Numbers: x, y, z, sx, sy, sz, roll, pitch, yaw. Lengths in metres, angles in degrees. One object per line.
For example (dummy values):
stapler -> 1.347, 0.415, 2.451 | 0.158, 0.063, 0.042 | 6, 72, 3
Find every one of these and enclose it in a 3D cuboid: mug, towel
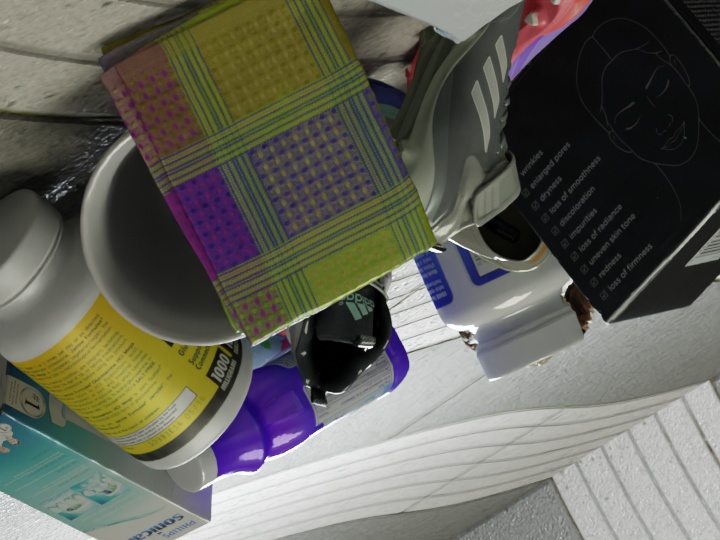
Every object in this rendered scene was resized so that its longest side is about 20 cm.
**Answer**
mug -> -0.073, -0.057, 1.554 | 0.200, 0.148, 0.175 | -34, -173, 10
towel -> -0.054, -0.074, 1.448 | 0.143, 0.201, 0.023 | -28, -173, -4

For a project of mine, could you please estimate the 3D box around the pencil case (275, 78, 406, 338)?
pencil case -> -0.026, -0.044, 1.716 | 0.200, 0.087, 0.078 | -61, -179, 26

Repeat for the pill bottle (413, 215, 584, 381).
pill bottle -> 0.095, -0.022, 1.853 | 0.112, 0.201, 0.112 | -24, 179, 0

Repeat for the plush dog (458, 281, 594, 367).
plush dog -> 0.118, 0.005, 2.090 | 0.200, 0.172, 0.160 | -14, 163, -42

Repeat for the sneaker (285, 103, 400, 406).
sneaker -> 0.000, 0.000, 1.615 | 0.077, 0.140, 0.201 | 9, 120, -9

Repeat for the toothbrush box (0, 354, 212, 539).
toothbrush box -> -0.200, 0.096, 1.729 | 0.085, 0.147, 0.200 | -30, 135, 34

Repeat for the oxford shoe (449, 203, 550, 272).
oxford shoe -> 0.056, -0.059, 1.763 | 0.075, 0.199, 0.058 | -65, -173, -7

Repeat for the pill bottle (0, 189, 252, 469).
pill bottle -> -0.176, 0.037, 1.624 | 0.112, 0.113, 0.200 | -32, 123, 27

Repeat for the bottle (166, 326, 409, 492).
bottle -> -0.056, 0.097, 1.746 | 0.200, 0.065, 0.083 | -29, -179, -38

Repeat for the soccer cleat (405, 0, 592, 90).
soccer cleat -> 0.104, -0.165, 1.665 | 0.076, 0.067, 0.200 | -22, 165, -40

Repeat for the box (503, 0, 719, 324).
box -> 0.206, -0.103, 1.710 | 0.124, 0.197, 0.200 | -10, 147, -52

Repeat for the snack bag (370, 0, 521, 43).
snack bag -> 0.105, -0.195, 1.417 | 0.200, 0.021, 0.188 | -30, 167, 18

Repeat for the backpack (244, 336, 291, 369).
backpack -> -0.078, 0.031, 1.905 | 0.177, 0.151, 0.200 | -38, 169, 24

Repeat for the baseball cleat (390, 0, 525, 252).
baseball cleat -> 0.075, -0.109, 1.590 | 0.106, 0.201, 0.070 | 31, 176, -31
